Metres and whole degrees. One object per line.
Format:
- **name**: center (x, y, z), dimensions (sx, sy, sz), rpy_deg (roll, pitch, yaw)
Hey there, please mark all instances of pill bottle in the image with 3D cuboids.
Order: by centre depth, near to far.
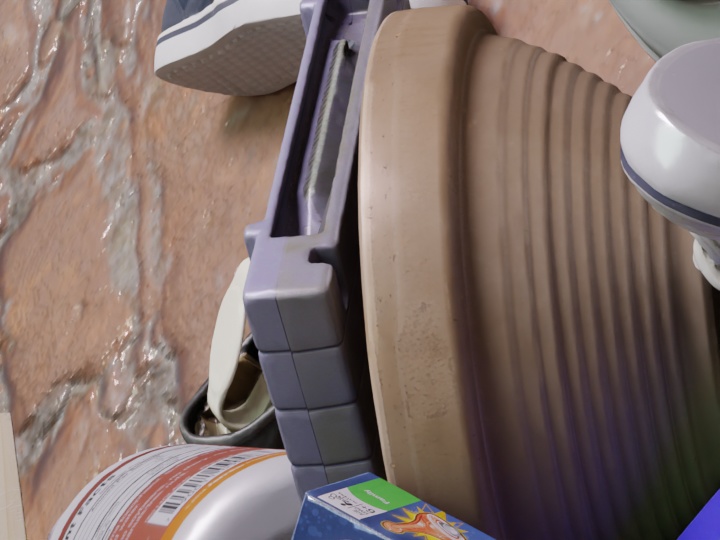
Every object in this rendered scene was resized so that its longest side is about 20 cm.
- **pill bottle**: center (-0.048, 0.118, 0.981), dimensions (0.200, 0.112, 0.112), rpy_deg (-6, 67, 68)

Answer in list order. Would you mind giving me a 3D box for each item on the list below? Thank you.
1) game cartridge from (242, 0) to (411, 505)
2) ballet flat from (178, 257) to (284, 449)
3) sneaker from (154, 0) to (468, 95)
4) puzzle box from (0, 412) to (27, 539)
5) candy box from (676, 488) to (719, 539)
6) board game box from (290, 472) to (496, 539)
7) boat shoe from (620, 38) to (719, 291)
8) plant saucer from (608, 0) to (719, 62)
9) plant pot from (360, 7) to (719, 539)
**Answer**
- **game cartridge**: center (0.000, 0.000, 0.876), dimensions (0.200, 0.038, 0.130), rpy_deg (-80, -16, -54)
- **ballet flat**: center (-0.005, -0.002, 1.039), dimensions (0.200, 0.068, 0.068), rpy_deg (-61, 32, 12)
- **sneaker**: center (-0.023, -0.122, 1.128), dimensions (0.200, 0.078, 0.080), rpy_deg (-4, 74, 57)
- **puzzle box**: center (-0.145, 0.171, 1.101), dimensions (0.200, 0.025, 0.133), rpy_deg (98, 163, -45)
- **candy box**: center (0.153, 0.113, 0.726), dimensions (0.200, 0.077, 0.169), rpy_deg (-52, 37, 23)
- **board game box**: center (0.019, 0.173, 0.741), dimensions (0.135, 0.034, 0.200), rpy_deg (25, 108, 28)
- **boat shoe**: center (0.123, -0.019, 0.756), dimensions (0.071, 0.200, 0.070), rpy_deg (36, 114, 22)
- **plant saucer**: center (0.115, -0.141, 0.874), dimensions (0.200, 0.050, 0.201), rpy_deg (23, 120, 48)
- **plant pot**: center (0.065, 0.015, 0.845), dimensions (0.092, 0.201, 0.201), rpy_deg (-7, 59, 12)
